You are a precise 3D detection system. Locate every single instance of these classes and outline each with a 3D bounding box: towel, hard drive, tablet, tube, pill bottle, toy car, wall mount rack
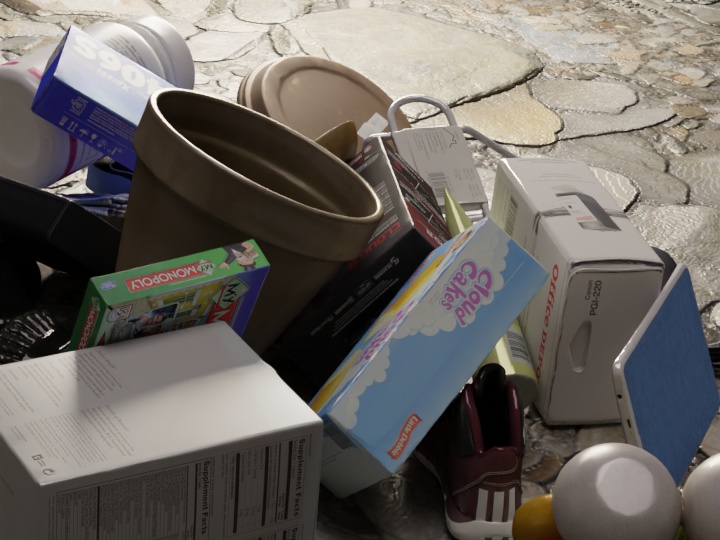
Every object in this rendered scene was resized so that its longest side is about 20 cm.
[{"bbox_3d":[-0.199,-0.062,1.887,0.144,0.024,0.199,7,5,39],"label":"towel"},{"bbox_3d":[-0.246,-0.028,1.769,0.134,0.043,0.200,19,-9,24],"label":"hard drive"},{"bbox_3d":[0.234,0.089,1.639,0.014,0.131,0.200,-7,19,26],"label":"tablet"},{"bbox_3d":[0.099,0.025,1.751,0.051,0.058,0.201,6,48,-20],"label":"tube"},{"bbox_3d":[-0.246,-0.158,1.949,0.113,0.114,0.200,21,34,29],"label":"pill bottle"},{"bbox_3d":[0.197,0.207,1.390,0.198,0.175,0.151,3,61,-5],"label":"toy car"},{"bbox_3d":[0.095,-0.072,1.962,0.172,0.075,0.201,-5,48,-14],"label":"wall mount rack"}]

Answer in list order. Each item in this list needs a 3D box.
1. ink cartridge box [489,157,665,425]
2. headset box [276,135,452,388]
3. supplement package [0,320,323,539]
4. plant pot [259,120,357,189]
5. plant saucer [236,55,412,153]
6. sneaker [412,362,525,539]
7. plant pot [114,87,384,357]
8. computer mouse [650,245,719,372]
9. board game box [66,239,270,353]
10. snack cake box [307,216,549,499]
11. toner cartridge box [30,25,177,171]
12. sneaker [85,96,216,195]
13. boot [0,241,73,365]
[{"bbox_3d":[0.167,0.014,1.751,0.084,0.147,0.200,0,27,-13],"label":"ink cartridge box"},{"bbox_3d":[0.000,0.000,1.741,0.075,0.148,0.200,43,14,-25],"label":"headset box"},{"bbox_3d":[-0.148,0.147,1.421,0.198,0.152,0.152,-11,30,-28],"label":"supplement package"},{"bbox_3d":[-0.073,-0.052,1.834,0.028,0.200,0.200,48,36,3],"label":"plant pot"},{"bbox_3d":[-0.024,-0.136,2.051,0.199,0.030,0.201,22,39,-18],"label":"plant saucer"},{"bbox_3d":[0.086,0.107,1.584,0.075,0.117,0.200,-2,28,-14],"label":"sneaker"},{"bbox_3d":[-0.107,-0.017,1.653,0.199,0.175,0.200,26,16,-8],"label":"plant pot"},{"bbox_3d":[0.275,0.024,1.862,0.139,0.046,0.200,6,26,5],"label":"computer mouse"},{"bbox_3d":[-0.151,0.068,1.531,0.134,0.201,0.029,-14,54,-34],"label":"board game box"},{"bbox_3d":[0.038,0.064,1.562,0.067,0.115,0.200,42,65,-4],"label":"snack cake box"},{"bbox_3d":[-0.179,-0.124,1.845,0.199,0.043,0.095,30,31,-16],"label":"toner cartridge box"},{"bbox_3d":[-0.169,-0.121,2.037,0.199,0.079,0.070,-13,31,-32],"label":"sneaker"},{"bbox_3d":[-0.242,0.053,1.675,0.156,0.080,0.212,6,31,7],"label":"boot"}]
